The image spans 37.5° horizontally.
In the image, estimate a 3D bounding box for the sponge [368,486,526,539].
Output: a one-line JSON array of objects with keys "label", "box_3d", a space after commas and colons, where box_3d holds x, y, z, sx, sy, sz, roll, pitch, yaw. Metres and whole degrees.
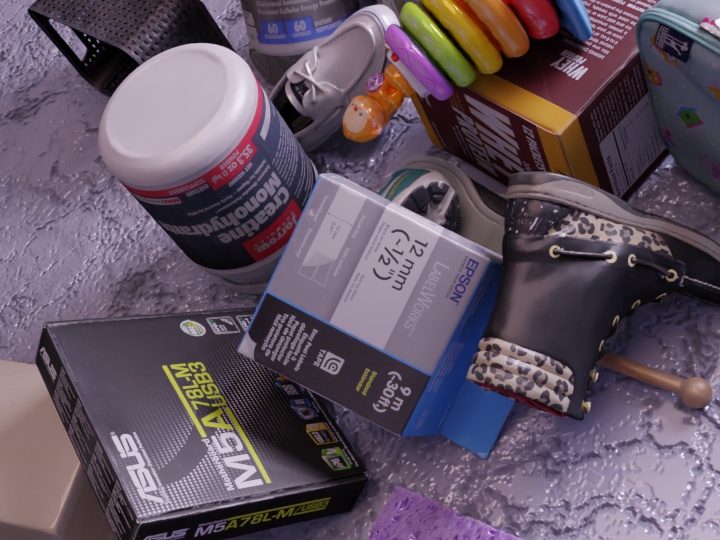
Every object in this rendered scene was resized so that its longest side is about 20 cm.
[{"label": "sponge", "box_3d": [0.054, 0.213, 0.685, 0.112, 0.030, 0.200, -54, 24, -16]}]

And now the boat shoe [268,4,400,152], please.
[{"label": "boat shoe", "box_3d": [-0.035, -0.160, 0.948, 0.065, 0.200, 0.074, -21, 73, -40]}]

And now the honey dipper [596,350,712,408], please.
[{"label": "honey dipper", "box_3d": [0.165, 0.060, 0.795, 0.200, 0.038, 0.038, 21, 69, 29]}]

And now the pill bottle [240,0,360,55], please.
[{"label": "pill bottle", "box_3d": [-0.069, -0.313, 0.985, 0.113, 0.200, 0.114, -9, 30, 5]}]

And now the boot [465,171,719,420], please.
[{"label": "boot", "box_3d": [0.171, 0.033, 0.741, 0.073, 0.203, 0.154, -5, 66, 66]}]

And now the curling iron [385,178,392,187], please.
[{"label": "curling iron", "box_3d": [0.003, 0.001, 0.911, 0.049, 0.026, 0.200, 6, 61, 25]}]

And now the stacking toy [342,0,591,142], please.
[{"label": "stacking toy", "box_3d": [0.060, -0.170, 0.793, 0.200, 0.110, 0.116, -41, 52, 9]}]

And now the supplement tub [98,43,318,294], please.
[{"label": "supplement tub", "box_3d": [-0.117, -0.082, 0.910, 0.140, 0.200, 0.141, -12, 54, 18]}]

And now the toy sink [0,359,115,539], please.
[{"label": "toy sink", "box_3d": [-0.283, 0.158, 0.885, 0.199, 0.112, 0.131, 4, 60, 22]}]

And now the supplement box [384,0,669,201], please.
[{"label": "supplement box", "box_3d": [0.170, -0.177, 0.884, 0.200, 0.133, 0.197, -46, 52, -10]}]

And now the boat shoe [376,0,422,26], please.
[{"label": "boat shoe", "box_3d": [0.041, -0.286, 0.976, 0.065, 0.202, 0.075, -5, 41, 19]}]

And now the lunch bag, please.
[{"label": "lunch bag", "box_3d": [0.280, -0.116, 0.749, 0.077, 0.200, 0.160, -42, 53, -3]}]

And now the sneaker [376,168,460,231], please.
[{"label": "sneaker", "box_3d": [0.000, 0.000, 0.855, 0.200, 0.077, 0.080, -48, 32, 0]}]

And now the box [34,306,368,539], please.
[{"label": "box", "box_3d": [-0.121, 0.111, 0.802, 0.200, 0.193, 0.048, 53, 129, 37]}]

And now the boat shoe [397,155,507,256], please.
[{"label": "boat shoe", "box_3d": [0.101, -0.029, 0.867, 0.200, 0.060, 0.076, 46, 112, 39]}]

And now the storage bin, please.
[{"label": "storage bin", "box_3d": [-0.234, -0.241, 1.112, 0.200, 0.135, 0.094, 27, 72, 36]}]

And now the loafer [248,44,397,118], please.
[{"label": "loafer", "box_3d": [-0.028, -0.202, 1.038, 0.200, 0.072, 0.063, 28, 65, 39]}]

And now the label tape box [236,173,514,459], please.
[{"label": "label tape box", "box_3d": [0.032, 0.036, 0.767, 0.200, 0.066, 0.144, 27, 97, 6]}]
